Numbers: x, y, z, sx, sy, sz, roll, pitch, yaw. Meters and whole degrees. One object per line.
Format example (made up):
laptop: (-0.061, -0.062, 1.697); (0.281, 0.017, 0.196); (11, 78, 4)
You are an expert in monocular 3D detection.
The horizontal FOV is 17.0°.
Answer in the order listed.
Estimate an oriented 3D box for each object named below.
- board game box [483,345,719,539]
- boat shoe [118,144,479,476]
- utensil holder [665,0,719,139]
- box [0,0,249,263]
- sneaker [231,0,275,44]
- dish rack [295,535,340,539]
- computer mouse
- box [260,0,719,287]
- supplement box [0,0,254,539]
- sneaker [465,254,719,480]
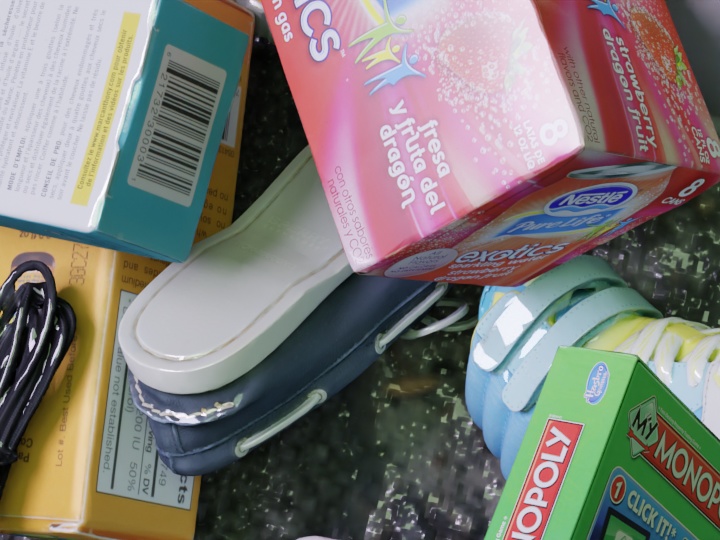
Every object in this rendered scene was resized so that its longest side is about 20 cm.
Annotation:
board game box: (0.091, 0.126, 0.697); (0.029, 0.200, 0.135); (6, 65, 39)
boat shoe: (0.000, 0.000, 0.851); (0.075, 0.062, 0.200); (23, 49, 33)
utensil holder: (0.167, -0.141, 0.816); (0.169, 0.200, 0.170); (0, 79, 2)
box: (-0.136, -0.060, 0.831); (0.200, 0.049, 0.083); (12, 84, 38)
sneaker: (-0.070, -0.156, 0.895); (0.200, 0.078, 0.077); (31, 68, 3)
dish rack: (0.017, 0.180, 0.786); (0.043, 0.200, 0.172); (25, 76, -37)
computer mouse: (-0.190, 0.047, 0.853); (0.200, 0.046, 0.141); (16, 85, 28)
box: (0.029, -0.103, 0.788); (0.095, 0.100, 0.200); (-28, 71, 30)
supplement box: (-0.091, -0.003, 0.856); (0.066, 0.069, 0.201); (0, 76, 37)
sneaker: (0.103, 0.031, 0.803); (0.079, 0.200, 0.131); (-13, 67, -43)
